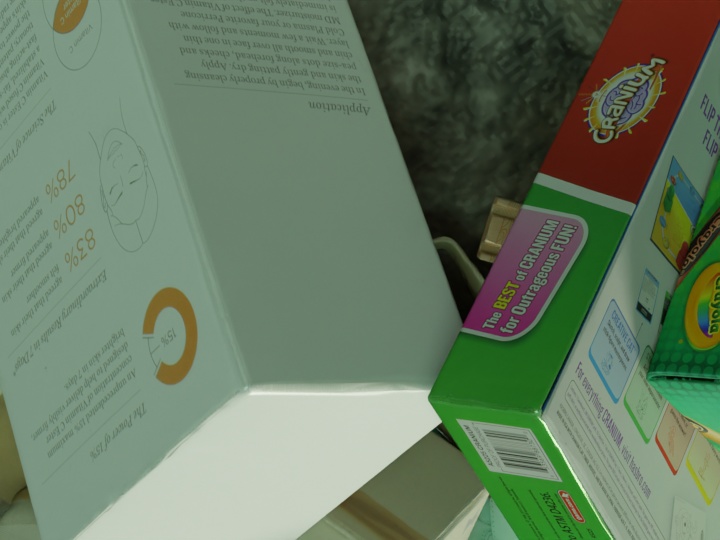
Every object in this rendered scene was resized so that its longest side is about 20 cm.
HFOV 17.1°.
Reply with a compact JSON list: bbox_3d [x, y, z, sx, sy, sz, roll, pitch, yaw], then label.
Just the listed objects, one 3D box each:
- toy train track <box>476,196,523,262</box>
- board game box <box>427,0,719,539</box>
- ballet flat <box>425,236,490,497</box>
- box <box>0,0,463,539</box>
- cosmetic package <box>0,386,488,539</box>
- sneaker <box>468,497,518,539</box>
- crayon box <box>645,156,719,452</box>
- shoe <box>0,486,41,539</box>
[{"bbox_3d":[0.110,-0.042,0.862,0.114,0.033,0.201,11,98,-36],"label":"toy train track"},{"bbox_3d":[0.106,0.009,0.794,0.040,0.200,0.153,6,144,34],"label":"board game box"},{"bbox_3d":[0.000,0.000,0.908,0.200,0.071,0.065,46,75,1],"label":"ballet flat"},{"bbox_3d":[-0.059,-0.021,0.788,0.124,0.097,0.201,-42,57,42],"label":"box"},{"bbox_3d":[-0.060,0.070,0.894,0.200,0.071,0.105,34,131,15],"label":"cosmetic package"},{"bbox_3d":[0.081,0.110,0.897,0.200,0.118,0.074,-14,107,15],"label":"sneaker"},{"bbox_3d":[0.180,0.031,0.802,0.058,0.119,0.200,3,153,40],"label":"crayon box"},{"bbox_3d":[-0.059,0.148,0.855,0.200,0.053,0.070,29,134,19],"label":"shoe"}]
